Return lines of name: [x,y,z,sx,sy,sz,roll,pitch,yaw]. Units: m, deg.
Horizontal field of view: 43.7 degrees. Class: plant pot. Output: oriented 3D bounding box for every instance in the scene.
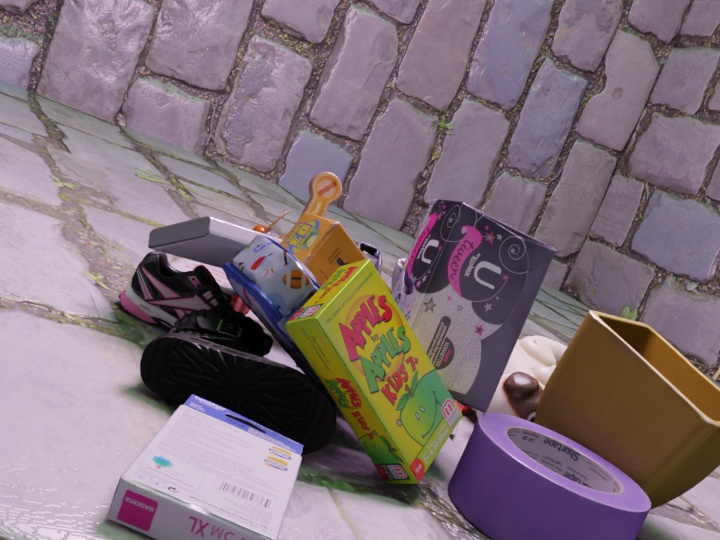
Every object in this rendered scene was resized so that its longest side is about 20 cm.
plant pot: [0.326,0.195,1.103,0.193,0.201,0.196,13,28,-50]

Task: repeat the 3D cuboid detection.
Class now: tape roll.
tape roll: [0.200,0.238,0.959,0.198,0.086,0.200,22,9,-4]

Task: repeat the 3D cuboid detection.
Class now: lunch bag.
lunch bag: [-0.061,0.058,0.980,0.201,0.075,0.160,54,-13,-28]

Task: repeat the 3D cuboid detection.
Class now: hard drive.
hard drive: [-0.135,-0.020,1.076,0.199,0.027,0.131,17,-16,-41]

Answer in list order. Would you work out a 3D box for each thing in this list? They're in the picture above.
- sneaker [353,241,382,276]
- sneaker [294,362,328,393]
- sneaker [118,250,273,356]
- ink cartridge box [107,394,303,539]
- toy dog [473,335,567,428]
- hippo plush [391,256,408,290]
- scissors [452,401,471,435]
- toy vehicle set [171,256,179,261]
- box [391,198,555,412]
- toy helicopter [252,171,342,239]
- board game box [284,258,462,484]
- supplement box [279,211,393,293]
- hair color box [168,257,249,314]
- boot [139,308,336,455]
sneaker: [0.000,0.000,1.234,0.073,0.082,0.200,22,9,-10]
sneaker: [-0.004,0.148,1.069,0.081,0.076,0.199,-5,20,-39]
sneaker: [-0.194,0.041,1.085,0.198,0.087,0.080,25,10,3]
ink cartridge box: [-0.113,0.165,0.719,0.118,0.042,0.200,23,11,-1]
toy dog: [0.215,0.163,1.233,0.194,0.140,0.200,41,19,-6]
hippo plush: [0.091,0.059,1.474,0.199,0.162,0.159,29,10,30]
scissors: [0.136,0.199,1.248,0.073,0.014,0.200,24,7,-12]
toy vehicle set: [-0.190,0.018,1.428,0.198,0.027,0.124,26,9,13]
box: [0.111,0.036,1.022,0.131,0.202,0.115,24,-1,-16]
toy helicopter: [-0.088,-0.047,1.231,0.131,0.202,0.079,25,-7,-9]
board game box: [0.018,0.102,0.896,0.047,0.102,0.201,-14,-66,45]
supplement box: [-0.015,0.021,1.058,0.068,0.067,0.200,24,-21,45]
hair color box: [-0.206,0.026,1.229,0.101,0.062,0.200,25,8,3]
boot: [-0.115,0.106,0.933,0.209,0.080,0.158,26,6,2]
